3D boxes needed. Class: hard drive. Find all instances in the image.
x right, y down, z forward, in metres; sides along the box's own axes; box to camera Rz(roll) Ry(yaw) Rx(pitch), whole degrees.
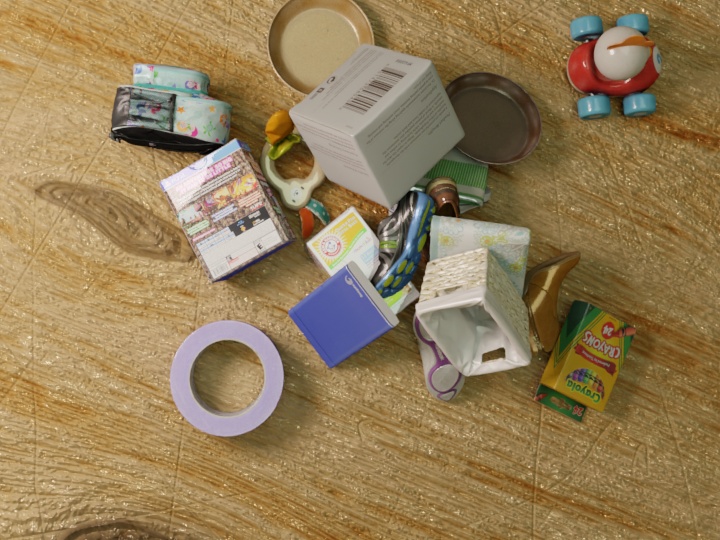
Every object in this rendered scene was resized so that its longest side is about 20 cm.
[{"bbox_3d":[-0.034,0.081,1.677,0.132,0.200,0.025,52,46,0],"label":"hard drive"}]

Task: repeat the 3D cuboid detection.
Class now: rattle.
[{"bbox_3d":[-0.106,-0.169,1.706,0.129,0.143,0.202,-6,81,-22],"label":"rattle"}]

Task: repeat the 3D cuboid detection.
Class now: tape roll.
[{"bbox_3d":[-0.234,0.189,1.699,0.198,0.085,0.202,0,88,-5],"label":"tape roll"}]

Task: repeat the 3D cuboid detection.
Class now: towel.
[{"bbox_3d":[0.204,-0.014,1.668,0.169,0.201,0.048,5,51,8],"label":"towel"},{"bbox_3d":[0.162,-0.216,1.753,0.151,0.023,0.202,9,62,-5],"label":"towel"}]

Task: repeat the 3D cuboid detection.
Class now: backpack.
[{"bbox_3d":[-0.322,-0.276,1.671,0.198,0.178,0.152,12,91,-8],"label":"backpack"}]

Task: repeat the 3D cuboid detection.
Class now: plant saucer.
[{"bbox_3d":[-0.074,-0.415,1.770,0.198,0.035,0.203,0,88,-5],"label":"plant saucer"},{"bbox_3d":[0.236,-0.275,1.765,0.198,0.032,0.202,4,64,-9],"label":"plant saucer"}]

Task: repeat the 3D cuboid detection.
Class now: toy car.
[{"bbox_3d":[0.482,-0.387,1.737,0.175,0.200,0.187,-4,88,-5],"label":"toy car"}]

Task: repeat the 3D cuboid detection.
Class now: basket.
[{"bbox_3d":[0.198,0.070,1.636,0.134,0.200,0.124,-14,46,29],"label":"basket"}]

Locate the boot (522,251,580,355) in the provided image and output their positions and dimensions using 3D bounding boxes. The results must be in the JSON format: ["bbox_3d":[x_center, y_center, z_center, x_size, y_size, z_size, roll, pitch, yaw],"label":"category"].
[{"bbox_3d":[0.346,0.067,1.772,0.200,0.071,0.145,-30,95,-1],"label":"boot"}]

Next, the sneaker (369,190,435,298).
[{"bbox_3d":[0.061,-0.044,1.652,0.082,0.071,0.201,25,94,34],"label":"sneaker"}]

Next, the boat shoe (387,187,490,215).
[{"bbox_3d":[0.144,-0.116,1.765,0.198,0.074,0.066,-8,119,-11],"label":"boat shoe"}]

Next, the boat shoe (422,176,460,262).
[{"bbox_3d":[0.144,-0.068,1.704,0.071,0.068,0.201,-6,131,-5],"label":"boat shoe"}]

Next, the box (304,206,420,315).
[{"bbox_3d":[0.000,0.000,1.721,0.112,0.101,0.201,-37,91,-7],"label":"box"}]

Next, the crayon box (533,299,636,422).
[{"bbox_3d":[0.412,0.172,1.756,0.126,0.051,0.202,25,85,-25],"label":"crayon box"}]

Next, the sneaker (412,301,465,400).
[{"bbox_3d":[0.144,0.140,1.741,0.074,0.100,0.202,-11,112,6],"label":"sneaker"}]

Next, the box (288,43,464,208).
[{"bbox_3d":[0.029,-0.253,1.650,0.199,0.199,0.172,-45,130,-15],"label":"box"}]

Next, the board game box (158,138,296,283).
[{"bbox_3d":[-0.231,-0.104,1.694,0.158,0.097,0.201,-27,90,6],"label":"board game box"}]
